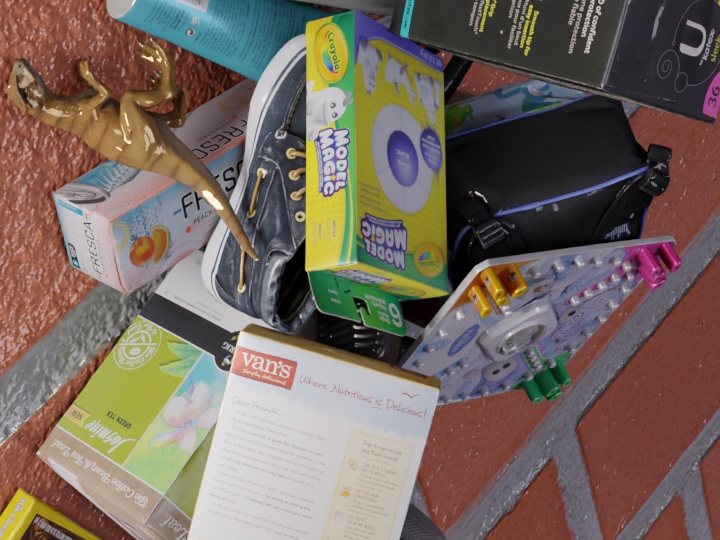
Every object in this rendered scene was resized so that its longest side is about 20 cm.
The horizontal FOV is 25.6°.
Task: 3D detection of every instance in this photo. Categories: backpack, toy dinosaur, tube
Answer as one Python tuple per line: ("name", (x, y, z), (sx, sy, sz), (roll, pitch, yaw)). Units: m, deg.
("backpack", (0.127, -0.045, 1.221), (0.181, 0.148, 0.201), (-19, 148, -8))
("toy dinosaur", (-0.144, -0.090, 1.071), (0.199, 0.060, 0.107), (28, 64, -12))
("tube", (-0.080, -0.168, 1.104), (0.199, 0.050, 0.078), (17, 93, -37))

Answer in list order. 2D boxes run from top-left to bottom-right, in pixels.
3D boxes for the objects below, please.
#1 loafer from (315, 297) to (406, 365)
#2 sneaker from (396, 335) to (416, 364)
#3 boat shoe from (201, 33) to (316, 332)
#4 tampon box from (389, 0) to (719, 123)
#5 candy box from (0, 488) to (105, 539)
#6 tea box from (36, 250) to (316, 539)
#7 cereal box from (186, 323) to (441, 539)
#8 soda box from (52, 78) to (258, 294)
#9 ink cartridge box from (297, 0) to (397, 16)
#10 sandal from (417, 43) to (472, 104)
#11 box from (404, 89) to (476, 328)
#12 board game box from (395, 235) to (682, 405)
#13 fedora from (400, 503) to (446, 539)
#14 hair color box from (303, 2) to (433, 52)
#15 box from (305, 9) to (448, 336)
("loafer", (0.000, 0.000, 1.174), (0.071, 0.072, 0.202), (68, 24, -55))
("sneaker", (-0.005, 0.069, 1.311), (0.200, 0.078, 0.076), (56, 46, -63))
("boat shoe", (-0.039, -0.059, 1.096), (0.070, 0.091, 0.202), (14, 98, -42))
("tampon box", (0.142, -0.197, 1.037), (0.125, 0.199, 0.152), (8, 101, -43))
("candy box", (-0.225, 0.249, 1.210), (0.103, 0.026, 0.200), (-55, 141, -10))
("tea box", (-0.101, 0.130, 1.209), (0.198, 0.133, 0.200), (-55, 141, -16))
("cereal box", (-0.037, 0.152, 1.082), (0.040, 0.142, 0.202), (-45, 151, -81))
("soda box", (-0.120, -0.065, 1.137), (0.199, 0.068, 0.064), (-35, 133, -35))
("ink cartridge box", (0.002, -0.288, 1.102), (0.145, 0.084, 0.203), (0, 92, -43))
("sandal", (0.075, -0.185, 1.218), (0.201, 0.045, 0.075), (-58, 178, 0))
("box", (0.103, -0.038, 1.387), (0.127, 0.108, 0.202), (26, 88, -51))
("board game box", (0.123, 0.052, 1.197), (0.198, 0.026, 0.200), (-7, 147, -36))
("fedora", (0.016, 0.236, 1.168), (0.177, 0.199, 0.090), (-53, 177, 27))
("hair color box", (0.001, -0.155, 1.242), (0.110, 0.064, 0.202), (-31, 132, -35))
("box", (0.011, -0.062, 1.078), (0.117, 0.048, 0.203), (17, 70, -53))
